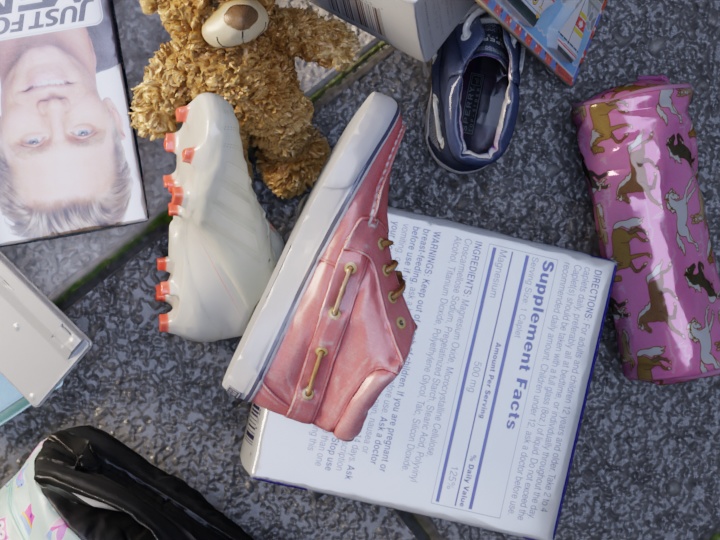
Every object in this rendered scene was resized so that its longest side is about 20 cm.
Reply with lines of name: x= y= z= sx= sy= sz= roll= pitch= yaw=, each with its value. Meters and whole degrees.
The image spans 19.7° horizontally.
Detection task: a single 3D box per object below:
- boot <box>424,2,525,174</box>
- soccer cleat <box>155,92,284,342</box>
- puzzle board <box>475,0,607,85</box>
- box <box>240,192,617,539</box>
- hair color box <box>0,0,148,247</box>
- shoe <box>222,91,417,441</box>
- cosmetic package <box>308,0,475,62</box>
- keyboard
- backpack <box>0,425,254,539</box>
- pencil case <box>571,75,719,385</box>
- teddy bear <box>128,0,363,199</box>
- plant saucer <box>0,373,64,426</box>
boot: x=0.084 y=-0.162 z=1.330 sx=0.073 sy=0.090 sz=0.201 roll=4 pitch=91 yaw=-7
soccer cleat: x=-0.084 y=-0.033 z=1.284 sx=0.077 sy=0.200 sz=0.069 roll=-2 pitch=47 yaw=-11
puzzle board: x=0.129 y=-0.213 z=1.290 sx=0.017 sy=0.200 sz=0.151 roll=19 pitch=85 yaw=28
box: x=0.041 y=0.059 z=1.323 sx=0.199 sy=0.105 sz=0.185 roll=14 pitch=89 yaw=-6
hair color box: x=-0.199 y=-0.121 z=1.312 sx=0.100 sy=0.061 sz=0.201 roll=-10 pitch=93 yaw=-6
shoe: x=0.000 y=0.000 z=1.233 sx=0.091 sy=0.071 sz=0.201 roll=26 pitch=93 yaw=-6
cosmetic package: x=0.055 y=-0.237 z=1.295 sx=0.102 sy=0.074 sz=0.200 roll=29 pitch=71 yaw=20
keyboard: x=-0.253 y=-0.003 z=1.289 sx=0.200 sy=0.011 sz=0.056 roll=44 pitch=107 yaw=8
backpack: x=-0.143 y=0.194 z=1.279 sx=0.200 sy=0.167 sz=0.127 roll=39 pitch=104 yaw=0
pencil case: x=0.194 y=-0.027 z=1.350 sx=0.083 sy=0.087 sz=0.201 roll=-12 pitch=93 yaw=5
teddy bear: x=-0.074 y=-0.115 z=1.284 sx=0.145 sy=0.067 sz=0.200 roll=6 pitch=131 yaw=-9
plant saucer: x=-0.273 y=0.008 z=1.328 sx=0.070 sy=0.019 sz=0.200 roll=-33 pitch=96 yaw=-5
